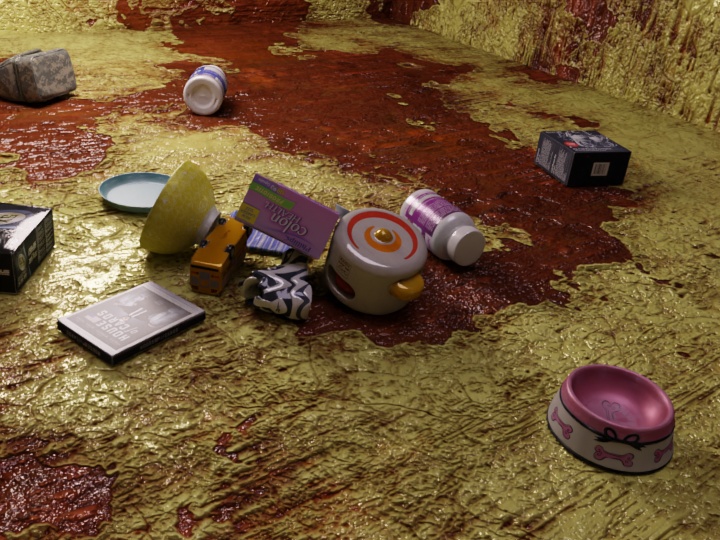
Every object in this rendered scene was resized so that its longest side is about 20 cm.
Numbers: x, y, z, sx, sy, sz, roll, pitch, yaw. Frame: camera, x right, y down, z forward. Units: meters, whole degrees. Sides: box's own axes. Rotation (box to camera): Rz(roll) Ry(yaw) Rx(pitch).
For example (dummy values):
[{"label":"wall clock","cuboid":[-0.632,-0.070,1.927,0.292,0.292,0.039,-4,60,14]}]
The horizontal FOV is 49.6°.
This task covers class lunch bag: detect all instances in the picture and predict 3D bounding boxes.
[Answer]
[{"label":"lunch bag","cuboid":[-0.975,-0.578,2.312,0.167,0.140,0.200,-2,24,19]}]

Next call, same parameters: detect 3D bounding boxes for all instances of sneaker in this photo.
[{"label":"sneaker","cuboid":[-0.166,0.015,1.458,0.129,0.080,0.200,8,37,-16]}]

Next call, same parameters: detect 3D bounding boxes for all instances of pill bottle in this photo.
[{"label":"pill bottle","cuboid":[-0.475,-0.568,2.416,0.119,0.120,0.200,5,28,-4]},{"label":"pill bottle","cuboid":[0.180,-0.091,1.702,0.112,0.113,0.200,-10,32,-29]}]

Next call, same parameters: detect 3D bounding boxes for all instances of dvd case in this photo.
[{"label":"dvd case","cuboid":[-0.390,0.085,1.337,0.150,0.025,0.200,24,32,29]}]

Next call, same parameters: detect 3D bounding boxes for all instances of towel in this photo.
[{"label":"towel","cuboid":[-0.199,-0.080,1.687,0.199,0.024,0.145,9,29,3]}]

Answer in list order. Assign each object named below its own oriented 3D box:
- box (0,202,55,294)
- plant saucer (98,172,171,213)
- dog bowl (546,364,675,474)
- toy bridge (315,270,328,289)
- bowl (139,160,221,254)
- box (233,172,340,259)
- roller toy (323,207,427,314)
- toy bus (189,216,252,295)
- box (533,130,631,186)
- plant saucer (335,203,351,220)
[{"label":"box","cuboid":[-0.685,-0.048,1.447,0.163,0.087,0.200,7,28,-2]},{"label":"plant saucer","cuboid":[-0.498,-0.177,1.790,0.199,0.028,0.200,6,29,-3]},{"label":"dog bowl","cuboid":[0.397,0.223,1.218,0.199,0.074,0.200,5,28,-3]},{"label":"toy bridge","cuboid":[0.000,0.000,1.582,0.199,0.027,0.067,-8,29,-25]},{"label":"bowl","cuboid":[-0.343,-0.108,1.556,0.107,0.201,0.200,28,29,-4]},{"label":"box","cuboid":[-0.138,-0.107,1.517,0.175,0.097,0.200,26,4,-4]},{"label":"roller toy","cuboid":[0.029,-0.021,1.470,0.181,0.140,0.201,12,43,-6]},{"label":"toy bus","cuboid":[-0.269,-0.035,1.529,0.065,0.079,0.200,10,28,7]},{"label":"box","cuboid":[0.639,-0.328,2.253,0.199,0.105,0.182,-4,29,-21]},{"label":"plant saucer","cuboid":[0.024,-0.076,1.654,0.200,0.039,0.201,31,3,-2]}]
